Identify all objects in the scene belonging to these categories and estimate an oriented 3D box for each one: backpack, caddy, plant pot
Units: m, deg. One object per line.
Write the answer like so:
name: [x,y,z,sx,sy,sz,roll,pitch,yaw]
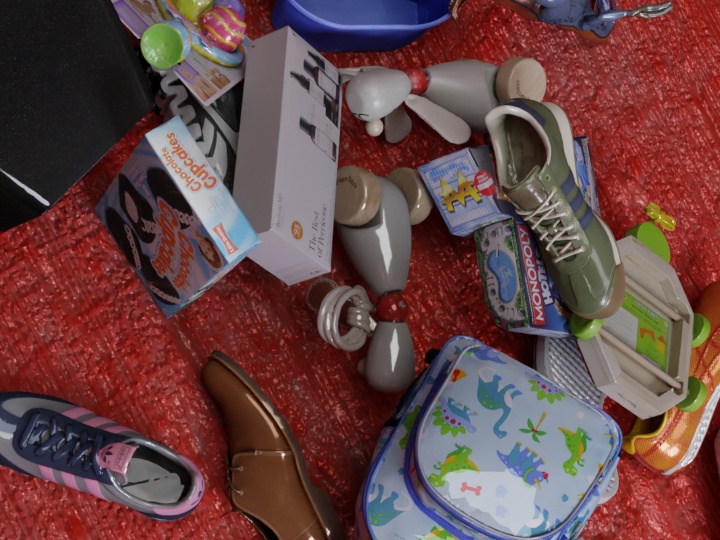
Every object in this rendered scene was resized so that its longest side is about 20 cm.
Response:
backpack: [0.094,0.169,1.163,0.182,0.147,0.201,31,68,6]
caddy: [0.003,-0.280,1.346,0.198,0.105,0.143,-4,80,-21]
plant pot: [-0.285,-0.144,1.173,0.178,0.199,0.200,49,66,-15]

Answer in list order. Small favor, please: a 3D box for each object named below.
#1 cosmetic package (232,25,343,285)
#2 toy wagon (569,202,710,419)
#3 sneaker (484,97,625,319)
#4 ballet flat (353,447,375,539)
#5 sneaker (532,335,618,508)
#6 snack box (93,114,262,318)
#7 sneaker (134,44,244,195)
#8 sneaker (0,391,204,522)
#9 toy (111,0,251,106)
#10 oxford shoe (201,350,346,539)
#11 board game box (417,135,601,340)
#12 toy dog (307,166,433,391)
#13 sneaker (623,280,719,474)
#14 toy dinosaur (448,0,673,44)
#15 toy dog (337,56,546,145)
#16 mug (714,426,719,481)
cosmetic package: [-0.059,-0.097,1.227,0.082,0.050,0.201,33,49,-43]
toy wagon: [0.254,0.032,1.327,0.155,0.039,0.201,34,51,-29]
sneaker: [0.154,-0.054,1.233,0.090,0.067,0.202,6,63,-51]
ballet flat: [0.017,0.225,1.243,0.068,0.072,0.201,29,54,-28]
sneaker: [0.179,0.134,1.336,0.078,0.079,0.201,20,47,-21]
snack box: [-0.151,-0.038,1.182,0.037,0.200,0.117,-34,90,-25]
sneaker: [-0.121,-0.119,1.284,0.090,0.066,0.201,-23,82,-22]
sneaker: [-0.216,0.143,1.180,0.199,0.082,0.071,21,72,-14]
toy: [-0.132,-0.213,1.247,0.115,0.047,0.200,45,24,-6]
oxford shoe: [-0.088,0.162,1.231,0.071,0.071,0.201,-29,90,-19]
board game box: [0.141,-0.036,1.311,0.199,0.061,0.202,10,67,-47]
toy dog: [0.000,0.000,1.287,0.132,0.096,0.201,31,63,-38]
sneaker: [0.306,0.092,1.387,0.077,0.073,0.201,31,69,-13]
toy dinosaur: [0.189,-0.266,1.409,0.199,0.182,0.106,-18,62,9]
toy dog: [0.074,-0.141,1.339,0.198,0.132,0.097,-7,100,-17]
mug: [0.405,0.203,1.382,0.148,0.187,0.154,-18,72,10]
